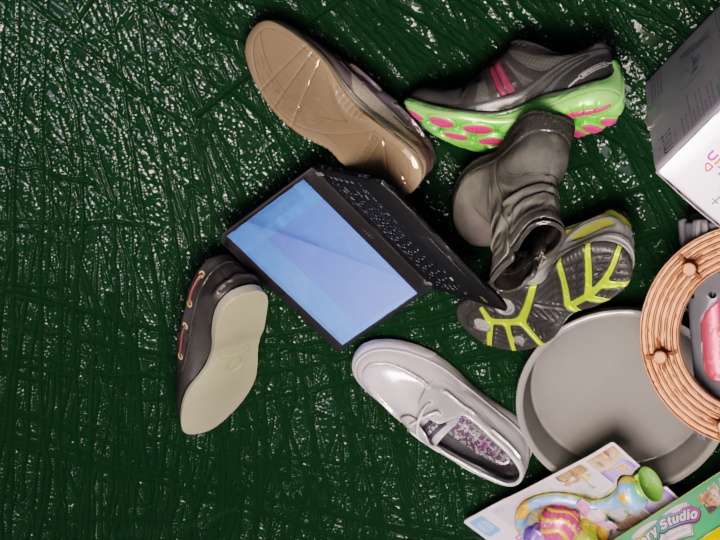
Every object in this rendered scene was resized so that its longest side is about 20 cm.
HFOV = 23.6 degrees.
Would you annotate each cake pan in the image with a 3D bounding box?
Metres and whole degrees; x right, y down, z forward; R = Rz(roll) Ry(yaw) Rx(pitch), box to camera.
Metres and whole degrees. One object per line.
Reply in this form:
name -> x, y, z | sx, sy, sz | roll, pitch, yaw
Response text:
cake pan -> 0.246, 0.119, 1.623 | 0.198, 0.037, 0.202 | 3, 117, 6

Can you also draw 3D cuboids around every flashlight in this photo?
flashlight -> 0.324, 0.049, 1.533 | 0.067, 0.068, 0.202 | -6, 96, 5

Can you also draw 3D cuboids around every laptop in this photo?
laptop -> 0.000, 0.000, 1.538 | 0.177, 0.200, 0.104 | 44, 77, -28

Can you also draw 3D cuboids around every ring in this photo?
ring -> 0.341, 0.059, 1.490 | 0.199, 0.019, 0.202 | 3, 102, 15

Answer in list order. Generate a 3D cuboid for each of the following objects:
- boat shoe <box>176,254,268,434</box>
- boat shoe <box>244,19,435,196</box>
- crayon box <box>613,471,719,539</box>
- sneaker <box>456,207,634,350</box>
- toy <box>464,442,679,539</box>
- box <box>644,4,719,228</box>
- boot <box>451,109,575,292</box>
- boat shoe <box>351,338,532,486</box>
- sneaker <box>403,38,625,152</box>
boat shoe -> -0.138, 0.073, 1.636 | 0.073, 0.063, 0.202 | -13, 138, -32
boat shoe -> -0.016, -0.146, 1.508 | 0.200, 0.065, 0.072 | 41, 121, 7
crayon box -> 0.337, 0.278, 1.643 | 0.200, 0.059, 0.172 | -38, 134, 22
sneaker -> 0.173, 0.010, 1.564 | 0.199, 0.077, 0.075 | -26, 115, 38
toy -> 0.205, 0.248, 1.656 | 0.115, 0.047, 0.200 | 39, 127, -21
box -> 0.322, -0.151, 1.389 | 0.096, 0.200, 0.177 | 37, 114, -12
boot -> 0.121, -0.037, 1.471 | 0.067, 0.132, 0.200 | 16, 150, -11
boat shoe -> 0.076, 0.140, 1.637 | 0.200, 0.069, 0.072 | 39, 115, -13
sneaker -> 0.134, -0.154, 1.489 | 0.198, 0.084, 0.077 | -5, 156, 23
